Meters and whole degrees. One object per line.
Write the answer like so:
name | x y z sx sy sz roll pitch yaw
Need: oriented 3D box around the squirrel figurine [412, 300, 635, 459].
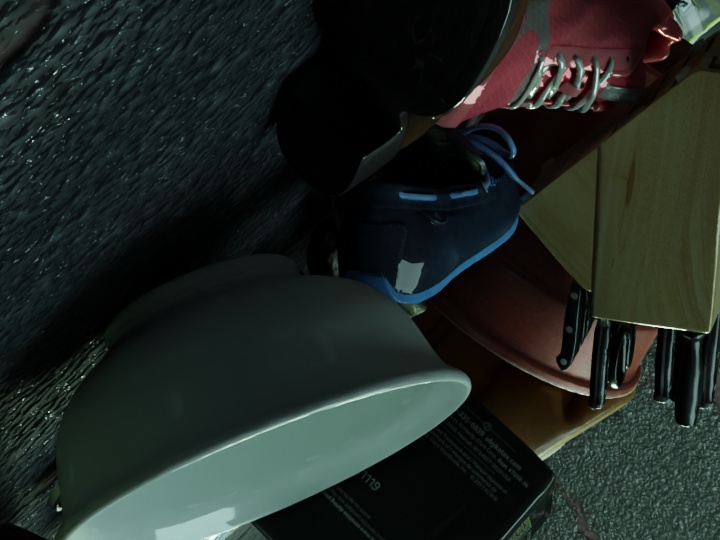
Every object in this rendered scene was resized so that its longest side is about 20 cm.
squirrel figurine | 0.046 0.065 1.134 0.199 0.187 0.142 -25 167 -30

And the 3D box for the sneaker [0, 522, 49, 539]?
sneaker | -0.175 0.178 0.837 0.200 0.075 0.088 90 22 -78

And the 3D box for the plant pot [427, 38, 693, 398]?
plant pot | 0.149 -0.058 1.071 0.196 0.200 0.201 -58 168 22

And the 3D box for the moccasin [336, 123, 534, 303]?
moccasin | 0.044 -0.044 0.854 0.200 0.080 0.069 -54 146 -66

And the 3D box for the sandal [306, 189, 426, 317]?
sandal | 0.000 0.001 0.962 0.057 0.080 0.201 -19 169 -1

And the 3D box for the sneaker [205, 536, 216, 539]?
sneaker | -0.106 0.127 1.055 0.200 0.078 0.100 -54 152 -19

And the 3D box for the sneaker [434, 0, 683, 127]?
sneaker | 0.109 -0.117 0.873 0.200 0.087 0.074 -38 168 -43

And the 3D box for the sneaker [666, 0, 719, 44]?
sneaker | 0.204 -0.178 1.130 0.081 0.074 0.200 -33 164 -41

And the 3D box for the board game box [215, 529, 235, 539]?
board game box | -0.054 0.108 1.270 0.200 0.062 0.200 -40 171 -34

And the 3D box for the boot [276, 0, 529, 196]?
boot | 0.068 -0.127 0.677 0.200 0.068 0.188 -42 171 -27

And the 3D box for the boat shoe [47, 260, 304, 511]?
boat shoe | -0.088 0.077 0.939 0.201 0.063 0.074 -40 173 -25

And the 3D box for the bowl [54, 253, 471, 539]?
bowl | -0.057 0.054 0.759 0.200 0.091 0.201 -22 164 -7

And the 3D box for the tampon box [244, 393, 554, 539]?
tampon box | 0.016 0.124 0.942 0.126 0.150 0.200 -47 168 -6

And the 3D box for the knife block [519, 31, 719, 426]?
knife block | 0.183 -0.008 0.933 0.200 0.176 0.064 -39 -173 33
